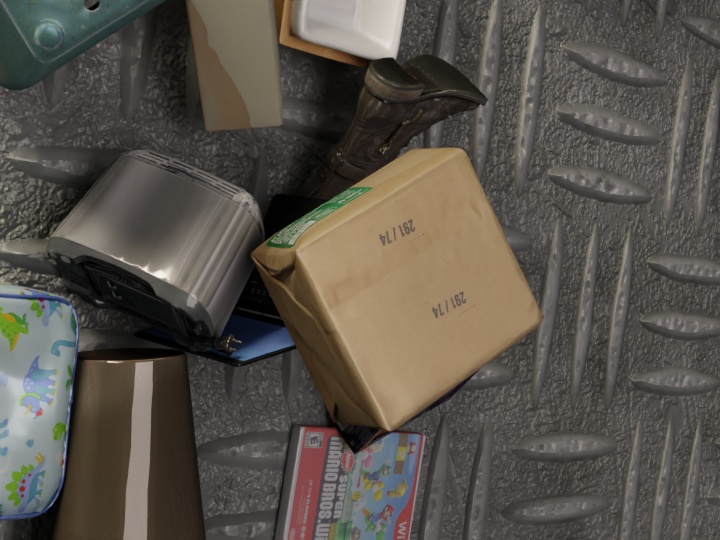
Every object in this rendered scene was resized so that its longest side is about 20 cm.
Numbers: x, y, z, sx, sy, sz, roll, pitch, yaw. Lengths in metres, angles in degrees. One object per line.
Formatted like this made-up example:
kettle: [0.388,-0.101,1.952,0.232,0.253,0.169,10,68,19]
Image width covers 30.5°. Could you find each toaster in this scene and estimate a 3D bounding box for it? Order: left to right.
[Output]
toaster: [-0.172,-0.020,1.186,0.130,0.198,0.114,-61,162,-22]

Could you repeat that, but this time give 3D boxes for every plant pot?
plant pot: [-0.248,-0.257,1.028,0.194,0.200,0.198,-33,120,-8]

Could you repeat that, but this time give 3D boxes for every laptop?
laptop: [-0.095,0.003,1.264,0.103,0.176,0.203,33,75,-41]

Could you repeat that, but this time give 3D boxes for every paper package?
paper package: [0.035,0.014,1.176,0.199,0.103,0.193,-33,103,-24]

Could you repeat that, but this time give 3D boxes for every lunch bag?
lunch bag: [-0.329,0.109,1.125,0.159,0.082,0.204,4,93,-44]

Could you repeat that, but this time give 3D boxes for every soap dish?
soap dish: [-0.022,-0.315,1.350,0.156,0.081,0.204,7,91,-43]

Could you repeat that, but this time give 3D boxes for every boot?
boot: [0.032,-0.139,1.410,0.198,0.069,0.175,-4,132,-45]

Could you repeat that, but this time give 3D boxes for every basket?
basket: [-0.214,0.177,1.211,0.180,0.134,0.204,-8,98,-67]

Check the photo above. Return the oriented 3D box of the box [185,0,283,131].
box: [-0.117,-0.237,1.206,0.076,0.096,0.202,-5,130,-1]

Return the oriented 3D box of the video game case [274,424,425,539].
video game case: [-0.009,0.250,1.489,0.198,0.017,0.146,10,89,-44]

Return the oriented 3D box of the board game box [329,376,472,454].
board game box: [0.077,0.103,1.431,0.164,0.200,0.057,-23,71,-40]
